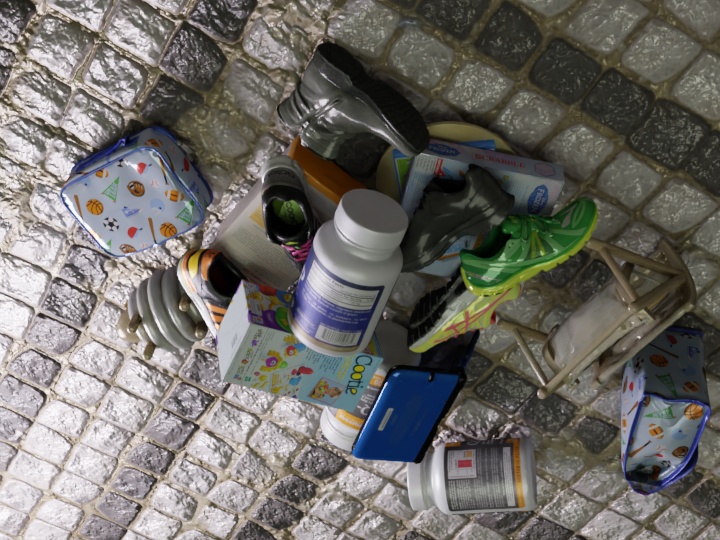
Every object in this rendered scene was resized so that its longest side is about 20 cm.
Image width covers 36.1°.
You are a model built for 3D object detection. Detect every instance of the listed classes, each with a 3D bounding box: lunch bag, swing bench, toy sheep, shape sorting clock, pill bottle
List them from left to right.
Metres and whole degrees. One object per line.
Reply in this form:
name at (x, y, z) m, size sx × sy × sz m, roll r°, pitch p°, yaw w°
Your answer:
lunch bag at (-0.314, -0.113, 1.554) m, size 0.199 × 0.076 × 0.161 m, roll -22°, pitch 119°, yaw 24°
toy sheep at (-0.273, 0.057, 1.642) m, size 0.199 × 0.138 × 0.138 m, roll -19°, pitch 123°, yaw 11°
pill bottle at (-0.013, 0.001, 1.418) m, size 0.119 × 0.120 × 0.201 m, roll 18°, pitch 125°, yaw -6°
pill bottle at (0.010, 0.179, 1.704) m, size 0.116 × 0.117 × 0.201 m, roll 18°, pitch 127°, yaw -6°
shape sorting clock at (0.120, -0.122, 1.504) m, size 0.198 × 0.039 × 0.201 m, roll 2°, pitch 131°, yaw 3°
pill bottle at (0.181, 0.334, 1.787) m, size 0.198 × 0.117 × 0.117 m, roll -5°, pitch 127°, yaw 12°
swing bench at (0.335, 0.063, 1.509) m, size 0.199 × 0.130 × 0.199 m, roll 1°, pitch 140°, yaw -43°
lunch bag at (0.442, 0.207, 1.630) m, size 0.123 × 0.170 × 0.201 m, roll 12°, pitch 127°, yaw 5°

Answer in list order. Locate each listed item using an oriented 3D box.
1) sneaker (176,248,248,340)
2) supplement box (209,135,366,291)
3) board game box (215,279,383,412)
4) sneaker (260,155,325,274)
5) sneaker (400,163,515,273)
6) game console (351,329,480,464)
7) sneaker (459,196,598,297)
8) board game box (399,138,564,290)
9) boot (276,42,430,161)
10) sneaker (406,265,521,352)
sneaker at (-0.177, 0.053, 1.563) m, size 0.090 × 0.070 × 0.201 m, roll -6°, pitch 125°, yaw 51°
supplement box at (-0.102, -0.073, 1.552) m, size 0.126 × 0.074 × 0.200 m, roll 36°, pitch 122°, yaw -18°
board game box at (-0.086, 0.105, 1.523) m, size 0.199 × 0.103 × 0.105 m, roll 17°, pitch 119°, yaw -23°
sneaker at (-0.085, -0.049, 1.465) m, size 0.073 × 0.088 × 0.201 m, roll -11°, pitch 125°, yaw 15°
sneaker at (0.100, -0.071, 1.431) m, size 0.199 × 0.076 × 0.091 m, roll -32°, pitch 109°, yaw 26°
game console at (0.084, 0.185, 1.669) m, size 0.169 × 0.119 × 0.201 m, roll 8°, pitch 129°, yaw -20°
sneaker at (0.217, -0.041, 1.417) m, size 0.199 × 0.074 × 0.084 m, roll -31°, pitch 110°, yaw -3°
board game box at (0.150, -0.072, 1.490) m, size 0.198 × 0.041 × 0.201 m, roll 11°, pitch 132°, yaw -5°
boot at (-0.010, -0.189, 1.435) m, size 0.200 × 0.068 × 0.131 m, roll 43°, pitch 128°, yaw 10°
sneaker at (0.143, 0.061, 1.532) m, size 0.090 × 0.078 × 0.200 m, roll 31°, pitch 128°, yaw -24°
